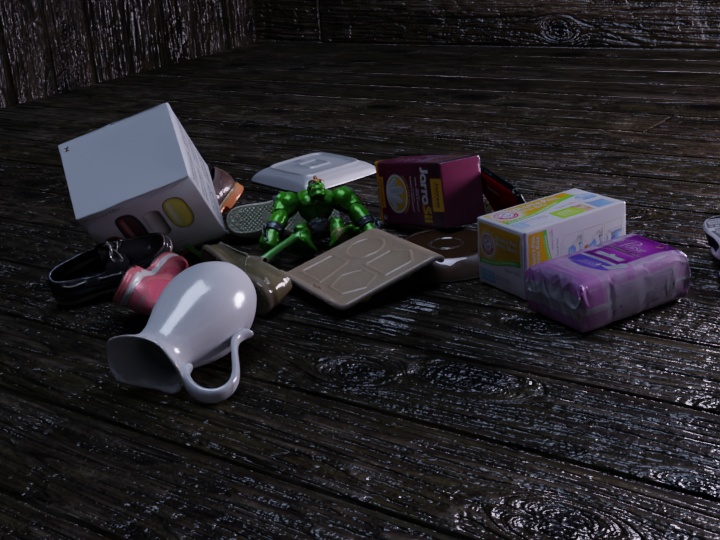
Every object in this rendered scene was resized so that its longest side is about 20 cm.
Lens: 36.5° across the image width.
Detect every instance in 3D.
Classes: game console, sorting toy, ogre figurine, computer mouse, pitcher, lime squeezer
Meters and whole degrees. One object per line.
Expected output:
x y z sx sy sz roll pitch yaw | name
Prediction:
0.293 -0.114 1.791 0.118 0.173 0.200 -34 23 -2 | game console
0.000 0.000 1.641 0.199 0.037 0.185 -23 26 -25 | sorting toy
-0.072 -0.086 1.815 0.198 0.098 0.121 -17 54 4 | ogre figurine
0.552 -0.025 1.580 0.109 0.044 0.200 -8 25 6 | computer mouse
-0.199 0.083 1.402 0.171 0.122 0.200 24 40 17 | pitcher
-0.193 -0.022 1.738 0.198 0.071 0.038 -6 -17 16 | lime squeezer

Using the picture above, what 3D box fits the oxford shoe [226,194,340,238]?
-0.134 -0.090 1.909 0.198 0.076 0.058 -4 -8 1 | oxford shoe

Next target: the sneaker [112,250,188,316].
-0.295 0.032 1.638 0.086 0.074 0.200 33 18 6 | sneaker

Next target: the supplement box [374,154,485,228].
0.115 -0.135 1.849 0.085 0.111 0.200 -13 11 -30 | supplement box

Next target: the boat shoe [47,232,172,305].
-0.386 -0.010 1.682 0.199 0.063 0.073 -25 61 -8 | boat shoe

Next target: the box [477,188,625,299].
0.281 -0.042 1.607 0.199 0.102 0.112 -17 23 -30 | box

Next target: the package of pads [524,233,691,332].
0.334 0.015 1.477 0.199 0.076 0.120 -16 25 -27 | package of pads

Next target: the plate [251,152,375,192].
-0.097 -0.209 2.270 0.199 0.033 0.199 -22 25 -36 | plate

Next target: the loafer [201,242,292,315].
-0.172 0.010 1.636 0.067 0.077 0.200 -18 33 -33 | loafer

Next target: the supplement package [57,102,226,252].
-0.345 -0.127 1.749 0.190 0.200 0.148 -21 64 2 | supplement package

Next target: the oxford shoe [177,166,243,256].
-0.280 -0.098 1.879 0.071 0.073 0.201 -28 24 45 | oxford shoe

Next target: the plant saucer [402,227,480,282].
0.136 -0.031 1.721 0.198 0.032 0.200 -4 19 2 | plant saucer
